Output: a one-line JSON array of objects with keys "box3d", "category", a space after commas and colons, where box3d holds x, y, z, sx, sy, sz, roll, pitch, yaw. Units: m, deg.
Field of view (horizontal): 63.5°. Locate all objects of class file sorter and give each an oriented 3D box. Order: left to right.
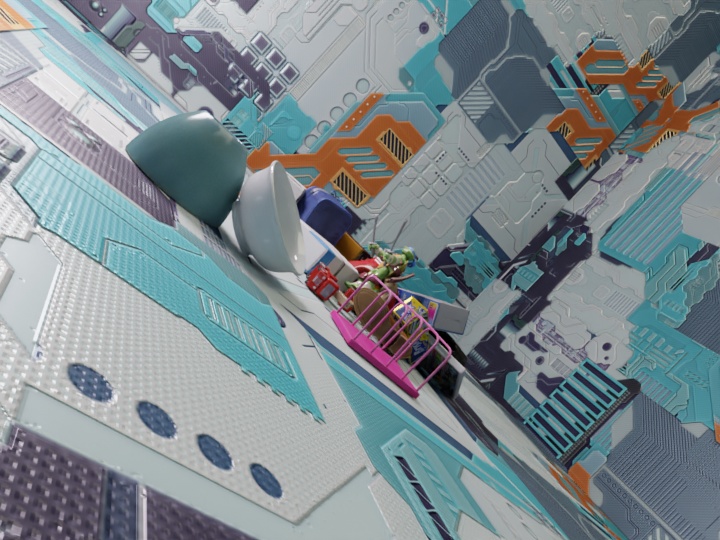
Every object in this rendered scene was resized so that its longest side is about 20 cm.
[{"box3d": [0.065, 0.126, 1.158, 0.200, 0.125, 0.139, 42, 3, -26], "category": "file sorter"}]

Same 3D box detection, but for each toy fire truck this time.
[{"box3d": [-0.060, 0.047, 1.345, 0.141, 0.049, 0.200, 45, 3, -8], "category": "toy fire truck"}]

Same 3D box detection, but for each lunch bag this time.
[{"box3d": [-0.129, -0.145, 1.682, 0.136, 0.200, 0.132, 36, 5, -36], "category": "lunch bag"}]

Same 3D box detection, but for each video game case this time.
[{"box3d": [0.211, 0.254, 1.615, 0.182, 0.023, 0.200, 45, -21, 25], "category": "video game case"}]

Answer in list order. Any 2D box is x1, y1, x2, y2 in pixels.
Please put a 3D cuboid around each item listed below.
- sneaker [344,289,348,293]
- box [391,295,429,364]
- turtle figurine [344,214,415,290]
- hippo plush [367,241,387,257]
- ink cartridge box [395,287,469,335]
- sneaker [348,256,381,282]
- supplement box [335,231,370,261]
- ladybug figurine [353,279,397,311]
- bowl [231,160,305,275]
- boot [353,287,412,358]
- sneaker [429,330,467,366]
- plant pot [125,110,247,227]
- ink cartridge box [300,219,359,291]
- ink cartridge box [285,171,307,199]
[{"box3d": [0.016, 0.052, 1.752, 0.099, 0.075, 0.200, -14, -41, 38], "category": "sneaker"}, {"box3d": [0.130, 0.157, 1.493, 0.064, 0.070, 0.200, 45, -20, 33], "category": "box"}, {"box3d": [0.038, -0.031, 1.479, 0.144, 0.194, 0.200, 36, -17, 41], "category": "turtle figurine"}, {"box3d": [0.067, 0.030, 2.161, 0.159, 0.200, 0.161, 21, 16, -11], "category": "hippo plush"}, {"box3d": [0.179, 0.107, 1.604, 0.136, 0.077, 0.200, 17, 3, -41], "category": "ink cartridge box"}, {"box3d": [0.000, 0.000, 1.651, 0.200, 0.115, 0.079, 10, -66, 45], "category": "sneaker"}, {"box3d": [-0.081, -0.065, 1.851, 0.197, 0.133, 0.200, 44, 3, 16], "category": "supplement box"}, {"box3d": [0.042, 0.078, 1.572, 0.072, 0.135, 0.200, 65, 17, -15], "category": "ladybug figurine"}, {"box3d": [-0.162, -0.081, 0.997, 0.201, 0.090, 0.202, -11, 90, -86], "category": "bowl"}, {"box3d": [0.048, 0.131, 1.399, 0.200, 0.074, 0.155, 56, -3, 3], "category": "boot"}, {"box3d": [0.216, 0.189, 1.627, 0.200, 0.076, 0.091, 34, -20, 41], "category": "sneaker"}, {"box3d": [-0.273, -0.191, 0.994, 0.200, 0.135, 0.200, 43, 2, -2], "category": "plant pot"}, {"box3d": [-0.109, -0.036, 1.513, 0.146, 0.086, 0.200, 45, 2, 30], "category": "ink cartridge box"}, {"box3d": [-0.234, -0.210, 1.698, 0.083, 0.145, 0.200, 42, 3, -7], "category": "ink cartridge box"}]
